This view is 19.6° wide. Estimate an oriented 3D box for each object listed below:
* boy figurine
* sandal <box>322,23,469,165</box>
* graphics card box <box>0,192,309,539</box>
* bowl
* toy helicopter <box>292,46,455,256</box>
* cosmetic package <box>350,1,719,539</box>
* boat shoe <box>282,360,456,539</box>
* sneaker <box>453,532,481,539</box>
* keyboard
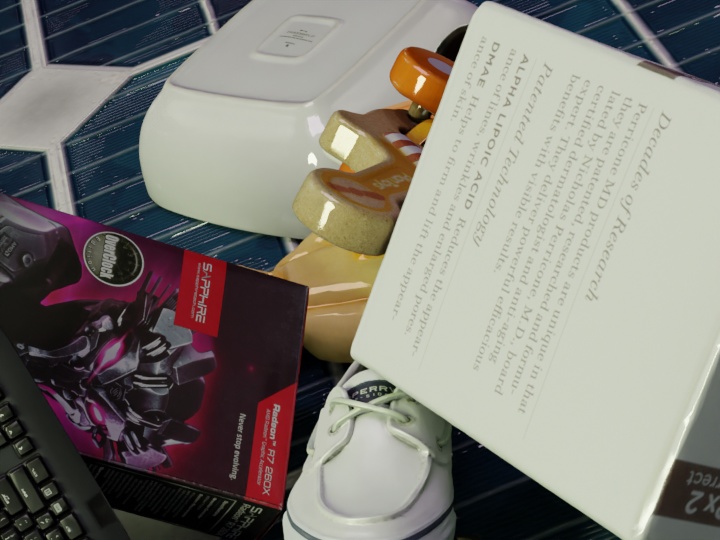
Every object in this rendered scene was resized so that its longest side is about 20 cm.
[{"bbox_3d":[0.000,0.000,1.090,0.199,0.065,0.124,-16,35,3],"label":"boy figurine"},{"bbox_3d":[0.065,-0.102,1.150,0.079,0.059,0.206,26,34,36],"label":"sandal"},{"bbox_3d":[-0.126,0.041,0.972,0.200,0.051,0.126,17,56,-16],"label":"graphics card box"},{"bbox_3d":[-0.026,-0.110,1.256,0.200,0.075,0.200,13,47,40],"label":"bowl"},{"bbox_3d":[0.032,-0.032,0.961,0.132,0.079,0.200,34,21,14],"label":"toy helicopter"},{"bbox_3d":[0.134,0.009,0.846,0.200,0.165,0.165,31,103,51],"label":"cosmetic package"},{"bbox_3d":[0.004,0.076,0.908,0.073,0.067,0.200,-3,14,2],"label":"boat shoe"},{"bbox_3d":[-0.030,0.161,0.880,0.200,0.073,0.072,-20,18,-23],"label":"sneaker"},{"bbox_3d":[-0.150,0.127,0.879,0.104,0.200,0.040,-31,1,-8],"label":"keyboard"}]
